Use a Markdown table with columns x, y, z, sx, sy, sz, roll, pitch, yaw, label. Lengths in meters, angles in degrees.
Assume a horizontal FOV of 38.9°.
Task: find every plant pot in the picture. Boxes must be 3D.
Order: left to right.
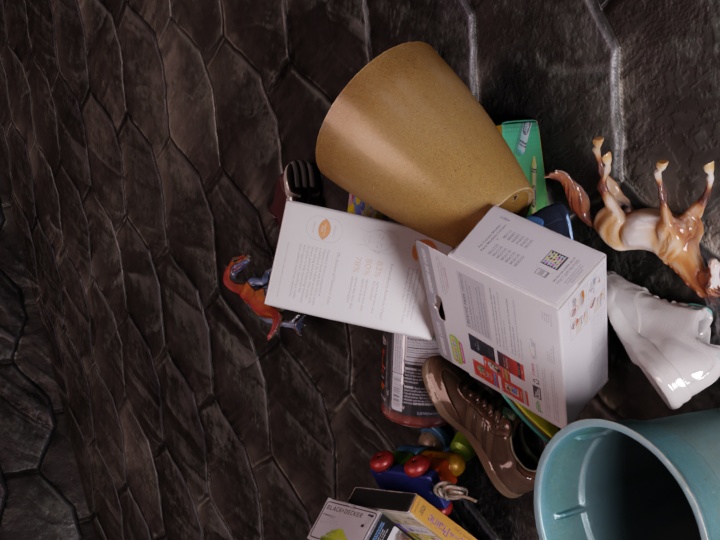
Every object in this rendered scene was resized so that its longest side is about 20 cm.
| x | y | z | sx | sy | sz | roll | pitch | yaw | label |
| --- | --- | --- | --- | --- | --- | --- | --- | --- | --- |
| 0.084 | -0.114 | 1.103 | 0.200 | 0.186 | 0.187 | 45 | 134 | 24 | plant pot |
| 0.296 | 0.212 | 0.916 | 0.200 | 0.196 | 0.201 | 21 | 116 | 55 | plant pot |

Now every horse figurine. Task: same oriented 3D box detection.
| x | y | z | sx | sy | sz | roll | pitch | yaw | label |
| --- | --- | --- | --- | --- | --- | --- | --- | --- | --- |
| 0.277 | -0.057 | 1.008 | 0.200 | 0.050 | 0.133 | 21 | 132 | 45 | horse figurine |

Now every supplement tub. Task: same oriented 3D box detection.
| x | y | z | sx | sy | sz | roll | pitch | yaw | label |
| --- | --- | --- | --- | --- | --- | --- | --- | --- | --- |
| 0.081 | 0.093 | 1.311 | 0.107 | 0.107 | 0.201 | 23 | 116 | 53 | supplement tub |

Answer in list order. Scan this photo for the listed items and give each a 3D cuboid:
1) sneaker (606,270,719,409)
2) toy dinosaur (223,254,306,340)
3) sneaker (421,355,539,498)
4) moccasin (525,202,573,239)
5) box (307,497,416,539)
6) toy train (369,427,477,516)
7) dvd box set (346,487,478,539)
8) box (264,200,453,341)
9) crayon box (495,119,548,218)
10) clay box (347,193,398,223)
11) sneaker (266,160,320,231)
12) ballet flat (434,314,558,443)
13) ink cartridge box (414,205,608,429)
| x | y | z | sx | sy | sz | roll | pitch | yaw | label |
| --- | --- | --- | --- | --- | --- | --- | --- | --- | --- |
| 0.298 | 0.053 | 1.003 | 0.075 | 0.088 | 0.200 | 53 | -172 | -33 | sneaker |
| -0.163 | 0.030 | 1.648 | 0.181 | 0.200 | 0.105 | 18 | 99 | 21 | toy dinosaur |
| 0.157 | 0.175 | 1.228 | 0.075 | 0.070 | 0.200 | -37 | 88 | 33 | sneaker |
| 0.221 | 0.019 | 1.100 | 0.080 | 0.068 | 0.200 | 24 | 142 | 38 | moccasin |
| 0.040 | 0.375 | 1.308 | 0.200 | 0.060 | 0.116 | 45 | 154 | -29 | box |
| 0.114 | 0.250 | 1.298 | 0.200 | 0.116 | 0.085 | -6 | 117 | 52 | toy train |
| 0.095 | 0.342 | 1.292 | 0.200 | 0.029 | 0.146 | 40 | 155 | -20 | dvd box set |
| 0.000 | 0.000 | 1.199 | 0.097 | 0.199 | 0.125 | 17 | -94 | -89 | box |
| 0.160 | -0.067 | 1.191 | 0.119 | 0.058 | 0.201 | -4 | 93 | 57 | crayon box |
| 0.022 | -0.092 | 1.306 | 0.115 | 0.047 | 0.201 | -164 | 81 | -71 | clay box |
| -0.102 | -0.065 | 1.603 | 0.115 | 0.075 | 0.201 | -18 | 72 | 62 | sneaker |
| 0.172 | 0.113 | 1.198 | 0.200 | 0.067 | 0.067 | 43 | 97 | 19 | ballet flat |
| 0.158 | 0.041 | 1.044 | 0.175 | 0.084 | 0.200 | 28 | 150 | 33 | ink cartridge box |
